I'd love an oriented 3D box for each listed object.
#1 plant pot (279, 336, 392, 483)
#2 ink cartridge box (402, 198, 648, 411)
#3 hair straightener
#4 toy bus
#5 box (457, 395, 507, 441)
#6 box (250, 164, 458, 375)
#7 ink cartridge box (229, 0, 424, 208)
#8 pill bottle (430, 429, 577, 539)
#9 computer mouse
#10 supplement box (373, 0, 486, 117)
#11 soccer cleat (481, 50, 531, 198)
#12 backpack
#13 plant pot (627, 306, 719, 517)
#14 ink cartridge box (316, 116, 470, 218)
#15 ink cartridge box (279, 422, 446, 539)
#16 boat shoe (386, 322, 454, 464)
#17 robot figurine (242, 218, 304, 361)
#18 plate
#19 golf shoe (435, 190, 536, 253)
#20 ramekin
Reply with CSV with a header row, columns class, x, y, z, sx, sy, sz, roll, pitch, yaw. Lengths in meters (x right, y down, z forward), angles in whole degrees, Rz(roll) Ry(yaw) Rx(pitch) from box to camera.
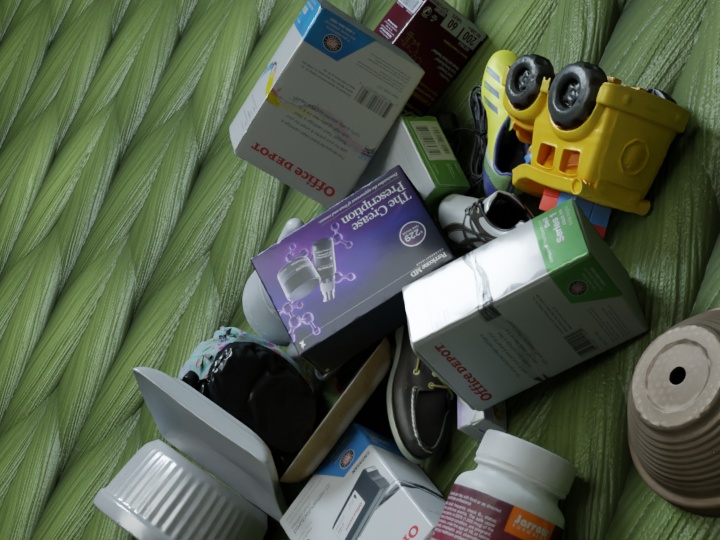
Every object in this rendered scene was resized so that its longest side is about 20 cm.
class,x,y,z,sx,sy,sz,roll,pitch,yaw
plant pot,-0.021,0.162,1.630,0.200,0.027,0.200,-54,-3,-4
ink cartridge box,0.161,0.039,1.449,0.200,0.146,0.084,-27,45,18
hair straightener,0.013,0.056,1.703,0.200,0.077,0.041,-47,36,16
toy bus,0.227,-0.120,1.551,0.200,0.135,0.192,26,102,56
box,0.130,0.086,1.575,0.039,0.041,0.200,-26,46,35
box,0.000,0.000,1.613,0.200,0.079,0.141,-33,63,5
ink cartridge box,-0.045,-0.201,1.734,0.200,0.147,0.145,-57,15,11
pill bottle,0.127,0.263,1.392,0.114,0.114,0.200,12,75,52
computer mouse,0.094,-0.127,1.773,0.200,0.046,0.141,-23,59,37
supplement box,0.053,-0.256,1.851,0.200,0.109,0.061,-52,37,11
soccer cleat,0.175,-0.172,1.664,0.084,0.065,0.201,113,163,-65
backpack,-0.141,0.144,1.765,0.127,0.167,0.200,-47,17,-15
plant pot,0.309,0.110,1.303,0.201,0.093,0.201,-30,44,33
ink cartridge box,0.036,-0.086,1.749,0.200,0.059,0.104,-46,59,41
ink cartridge box,0.019,0.279,1.532,0.145,0.084,0.200,-54,37,8
boat shoe,0.074,0.113,1.594,0.061,0.072,0.202,-26,46,35
robot figurine,-0.076,0.026,1.768,0.200,0.113,0.170,135,127,-65
plate,-0.163,0.196,1.668,0.199,0.200,0.032,32,67,20
golf shoe,0.148,-0.057,1.596,0.078,0.095,0.200,-20,34,-23
ramekin,-0.202,0.285,1.703,0.105,0.200,0.200,-55,35,-11
